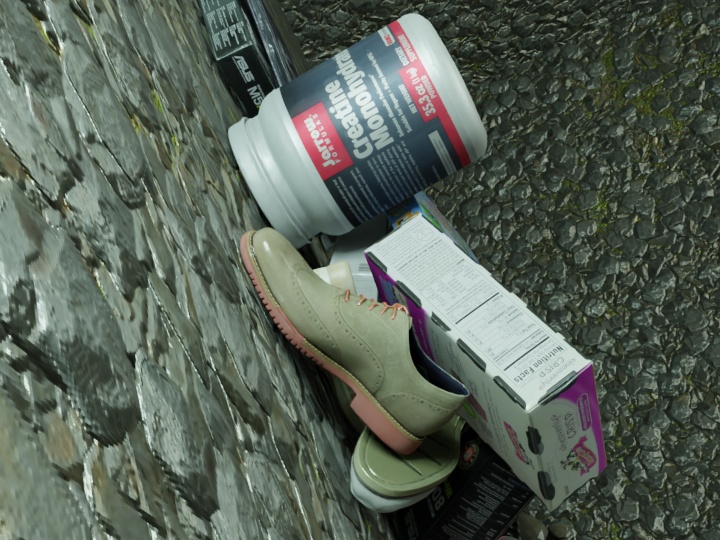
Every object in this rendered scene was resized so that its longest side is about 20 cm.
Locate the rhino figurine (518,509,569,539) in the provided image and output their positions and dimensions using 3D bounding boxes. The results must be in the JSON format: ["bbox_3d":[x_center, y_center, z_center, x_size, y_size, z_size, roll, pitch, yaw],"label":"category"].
[{"bbox_3d":[0.181,0.297,1.014,0.201,0.059,0.088,-122,-149,-45],"label":"rhino figurine"}]

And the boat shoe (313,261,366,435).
[{"bbox_3d":[0.000,0.071,0.833,0.072,0.064,0.201,-109,174,-48],"label":"boat shoe"}]

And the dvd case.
[{"bbox_3d":[-0.081,-0.218,1.118,0.200,0.016,0.150,56,13,-75],"label":"dvd case"}]

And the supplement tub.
[{"bbox_3d":[-0.001,-0.120,0.879,0.141,0.199,0.140,60,6,-11],"label":"supplement tub"}]

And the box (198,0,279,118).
[{"bbox_3d":[-0.120,-0.227,1.096,0.194,0.047,0.201,65,3,-49],"label":"box"}]

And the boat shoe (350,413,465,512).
[{"bbox_3d":[0.037,0.145,0.791,0.074,0.069,0.200,36,23,11],"label":"boat shoe"}]

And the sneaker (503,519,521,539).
[{"bbox_3d":[0.113,0.259,1.006,0.090,0.069,0.203,-158,-116,-67],"label":"sneaker"}]

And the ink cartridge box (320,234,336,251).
[{"bbox_3d":[-0.062,-0.130,1.326,0.174,0.043,0.202,-63,129,-83],"label":"ink cartridge box"}]

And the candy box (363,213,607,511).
[{"bbox_3d":[0.093,0.065,0.749,0.200,0.061,0.137,46,-16,41],"label":"candy box"}]

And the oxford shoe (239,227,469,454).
[{"bbox_3d":[-0.002,0.036,0.709,0.200,0.075,0.071,47,20,-13],"label":"oxford shoe"}]

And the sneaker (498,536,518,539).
[{"bbox_3d":[0.101,0.301,0.804,0.079,0.096,0.200,38,23,10],"label":"sneaker"}]

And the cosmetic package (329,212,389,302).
[{"bbox_3d":[0.000,0.000,0.962,0.200,0.050,0.084,-79,169,-66],"label":"cosmetic package"}]

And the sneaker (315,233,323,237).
[{"bbox_3d":[-0.033,-0.129,1.051,0.088,0.075,0.202,90,22,-69],"label":"sneaker"}]

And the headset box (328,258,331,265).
[{"bbox_3d":[0.027,0.065,1.146,0.149,0.074,0.202,-97,163,-71],"label":"headset box"}]

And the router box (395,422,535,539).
[{"bbox_3d":[0.091,0.157,0.901,0.062,0.150,0.200,30,17,-18],"label":"router box"}]

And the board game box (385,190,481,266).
[{"bbox_3d":[0.078,-0.017,0.950,0.151,0.036,0.200,46,10,-30],"label":"board game box"}]

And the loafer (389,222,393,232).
[{"bbox_3d":[0.004,-0.080,1.118,0.199,0.070,0.076,34,-26,30],"label":"loafer"}]
